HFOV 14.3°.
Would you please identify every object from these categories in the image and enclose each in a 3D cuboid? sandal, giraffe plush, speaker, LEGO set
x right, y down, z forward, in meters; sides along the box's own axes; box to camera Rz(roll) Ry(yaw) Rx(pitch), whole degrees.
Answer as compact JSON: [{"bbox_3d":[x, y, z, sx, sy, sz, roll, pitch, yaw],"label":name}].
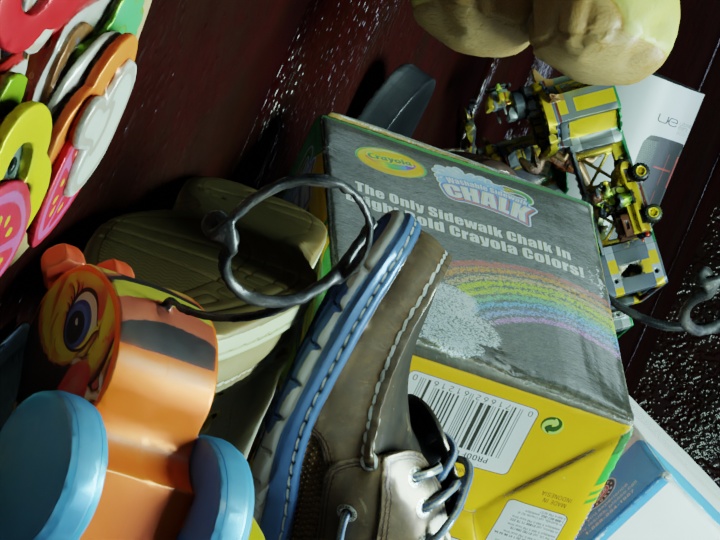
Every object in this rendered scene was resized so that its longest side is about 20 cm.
[{"bbox_3d":[0.000,0.000,1.295,0.076,0.043,0.201,-41,152,-67],"label":"sandal"},{"bbox_3d":[0.085,-0.194,1.076,0.200,0.172,0.162,-50,141,-27],"label":"giraffe plush"},{"bbox_3d":[0.153,-0.041,1.887,0.081,0.081,0.201,-9,121,-78],"label":"speaker"},{"bbox_3d":[0.074,-0.016,1.482,0.200,0.115,0.154,159,-84,-79],"label":"LEGO set"}]

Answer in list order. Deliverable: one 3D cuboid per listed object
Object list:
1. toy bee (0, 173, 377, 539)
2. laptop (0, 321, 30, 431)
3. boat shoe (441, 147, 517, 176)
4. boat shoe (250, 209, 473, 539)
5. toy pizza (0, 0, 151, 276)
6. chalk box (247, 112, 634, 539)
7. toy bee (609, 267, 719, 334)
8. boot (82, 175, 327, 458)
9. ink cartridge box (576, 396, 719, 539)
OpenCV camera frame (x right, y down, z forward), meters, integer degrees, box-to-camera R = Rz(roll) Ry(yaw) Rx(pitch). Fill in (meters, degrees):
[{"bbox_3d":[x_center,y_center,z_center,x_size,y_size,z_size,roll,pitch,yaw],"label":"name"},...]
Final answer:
[{"bbox_3d":[-0.069,0.047,0.821,0.200,0.109,0.131,-43,126,3],"label":"toy bee"},{"bbox_3d":[-0.163,0.148,0.880,0.200,0.116,0.187,-40,-176,30],"label":"laptop"},{"bbox_3d":[0.024,0.039,1.351,0.070,0.070,0.201,15,88,-39],"label":"boat shoe"},{"bbox_3d":[-0.001,0.073,0.971,0.072,0.072,0.201,-63,176,-62],"label":"boat shoe"},{"bbox_3d":[-0.085,-0.064,0.762,0.200,0.032,0.201,23,90,-80],"label":"toy pizza"},{"bbox_3d":[0.018,0.031,1.117,0.200,0.124,0.124,-94,-154,-59],"label":"chalk box"},{"bbox_3d":[0.063,0.030,1.280,0.199,0.109,0.131,-17,142,-20],"label":"toy bee"},{"bbox_3d":[-0.070,0.057,0.975,0.200,0.072,0.155,-54,165,-77],"label":"boot"},{"bbox_3d":[0.111,0.138,1.333,0.129,0.125,0.200,-44,-162,7],"label":"ink cartridge box"}]
